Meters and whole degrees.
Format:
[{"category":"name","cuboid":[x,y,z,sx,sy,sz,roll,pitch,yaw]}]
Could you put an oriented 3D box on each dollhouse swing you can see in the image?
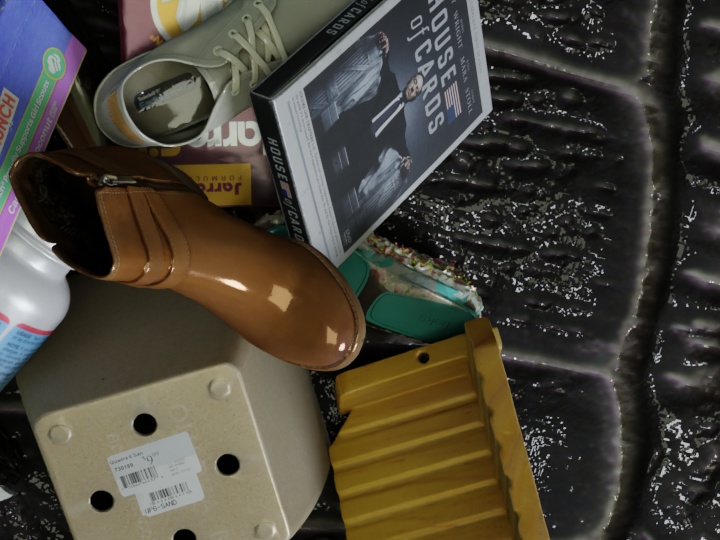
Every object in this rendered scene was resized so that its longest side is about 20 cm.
[{"category":"dollhouse swing","cuboid":[0.044,0.147,0.885,0.181,0.176,0.201,-18,72,17]}]

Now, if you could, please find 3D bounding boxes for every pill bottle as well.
[{"category":"pill bottle","cuboid":[-0.257,0.027,0.843,0.109,0.109,0.200,41,95,-16]}]

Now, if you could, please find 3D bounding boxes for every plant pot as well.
[{"category":"plant pot","cuboid":[-0.131,0.109,0.917,0.199,0.177,0.201,-16,109,0]}]

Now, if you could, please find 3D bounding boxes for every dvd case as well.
[{"category":"dvd case","cuboid":[0.015,-0.109,0.854,0.200,0.025,0.151,-46,141,-29]}]

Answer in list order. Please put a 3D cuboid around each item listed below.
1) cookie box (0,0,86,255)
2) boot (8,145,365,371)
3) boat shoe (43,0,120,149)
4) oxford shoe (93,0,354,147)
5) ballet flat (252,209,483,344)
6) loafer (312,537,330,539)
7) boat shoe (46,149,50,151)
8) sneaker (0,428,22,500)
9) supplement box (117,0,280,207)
[{"category":"cookie box","cuboid":[-0.285,-0.079,0.802,0.199,0.172,0.075,-1,149,33]},{"category":"boot","cuboid":[-0.098,-0.008,0.768,0.200,0.155,0.077,44,103,14]},{"category":"boat shoe","cuboid":[-0.228,-0.158,0.884,0.074,0.076,0.201,-24,102,10]},{"category":"oxford shoe","cuboid":[-0.071,-0.133,0.815,0.199,0.058,0.075,-30,109,-9]},{"category":"ballet flat","cuboid":[0.000,0.000,0.937,0.199,0.064,0.076,26,119,-30]},{"category":"loafer","cuboid":[-0.078,0.297,1.029,0.200,0.072,0.063,-46,118,-10]},{"category":"boat shoe","cuboid":[-0.214,-0.049,0.913,0.199,0.071,0.063,29,92,-9]},{"category":"sneaker","cuboid":[-0.333,0.102,0.952,0.079,0.074,0.200,-32,108,10]},{"category":"supplement box","cuboid":[-0.103,-0.147,0.886,0.110,0.086,0.201,-2,108,-5]}]
